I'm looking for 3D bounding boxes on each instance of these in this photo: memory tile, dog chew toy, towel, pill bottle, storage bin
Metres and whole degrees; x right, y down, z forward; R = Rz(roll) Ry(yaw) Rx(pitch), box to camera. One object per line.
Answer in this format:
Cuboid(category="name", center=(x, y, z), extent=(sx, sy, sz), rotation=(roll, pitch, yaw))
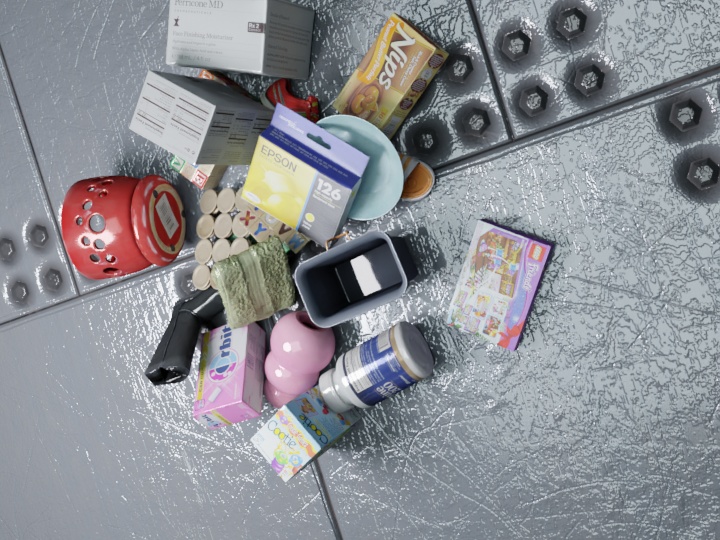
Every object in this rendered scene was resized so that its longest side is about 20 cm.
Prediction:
Cuboid(category="memory tile", center=(-0.262, -0.061, 1.799), extent=(0.152, 0.017, 0.202), rotation=(-2, 80, 37))
Cuboid(category="dog chew toy", center=(-0.127, 0.178, 1.773), extent=(0.124, 0.124, 0.201), rotation=(31, 115, 15))
Cuboid(category="towel", center=(-0.192, 0.027, 1.727), extent=(0.148, 0.201, 0.037), rotation=(-27, 54, -15))
Cuboid(category="pill bottle", center=(0.026, 0.185, 1.714), extent=(0.199, 0.111, 0.111), rotation=(-31, 86, 22))
Cuboid(category="storage bin", center=(0.000, 0.000, 1.687), extent=(0.199, 0.134, 0.146), rotation=(-24, 88, 22))

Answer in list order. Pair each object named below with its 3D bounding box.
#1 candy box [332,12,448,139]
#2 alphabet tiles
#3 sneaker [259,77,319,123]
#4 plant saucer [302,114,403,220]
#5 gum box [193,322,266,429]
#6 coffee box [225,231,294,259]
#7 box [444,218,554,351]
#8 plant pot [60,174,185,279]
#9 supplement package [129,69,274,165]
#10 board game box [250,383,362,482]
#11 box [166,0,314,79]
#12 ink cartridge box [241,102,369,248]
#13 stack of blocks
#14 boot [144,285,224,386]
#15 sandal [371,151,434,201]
Cuboid(category="candy box", center=(0.051, -0.337, 1.652), extent=(0.115, 0.055, 0.200), rotation=(45, 110, 25))
Cuboid(category="alphabet tiles", center=(-0.131, -0.135, 1.747), extent=(0.200, 0.006, 0.166), rotation=(-45, 79, -3))
Cuboid(category="sneaker", center=(-0.102, -0.280, 1.721), extent=(0.085, 0.077, 0.200), rotation=(-45, 77, 8))
Cuboid(category="plant saucer", center=(-0.009, -0.187, 1.648), extent=(0.200, 0.039, 0.202), rotation=(14, 125, 20))
Cuboid(category="gum box", center=(-0.250, 0.192, 1.796), extent=(0.113, 0.066, 0.201), rotation=(-19, 49, 22))
Cuboid(category="coffee box", center=(-0.186, -0.059, 1.800), extent=(0.123, 0.044, 0.200), rotation=(48, 111, 11))
Cuboid(category="box", center=(0.243, 0.025, 1.645), extent=(0.136, 0.039, 0.201), rotation=(22, 105, 18))
Cuboid(category="plant pot", center=(-0.455, -0.089, 1.822), extent=(0.181, 0.200, 0.202), rotation=(-5, 95, 19))
Cuboid(category="supplement package", center=(-0.277, -0.267, 1.656), extent=(0.155, 0.200, 0.111), rotation=(29, 106, 20))
Cuboid(category="board game box", center=(-0.097, 0.292, 1.729), extent=(0.103, 0.200, 0.105), rotation=(-45, 80, 20))
Cuboid(category="box", center=(-0.213, -0.422, 1.679), extent=(0.198, 0.200, 0.132), rotation=(9, 101, 20))
Cuboid(category="ink cartridge box", center=(-0.103, -0.164, 1.662), extent=(0.197, 0.047, 0.201), rotation=(31, 132, 10))
Cuboid(category="stack of blocks", center=(-0.292, -0.273, 1.806), extent=(0.115, 0.059, 0.201), rotation=(35, 108, 14))
Cuboid(category="boot", center=(-0.322, 0.119, 1.796), extent=(0.164, 0.201, 0.066), rotation=(-28, 118, 29))
Cuboid(category="sandal", center=(0.033, -0.187, 1.688), extent=(0.206, 0.059, 0.080), rotation=(27, 106, 16))
